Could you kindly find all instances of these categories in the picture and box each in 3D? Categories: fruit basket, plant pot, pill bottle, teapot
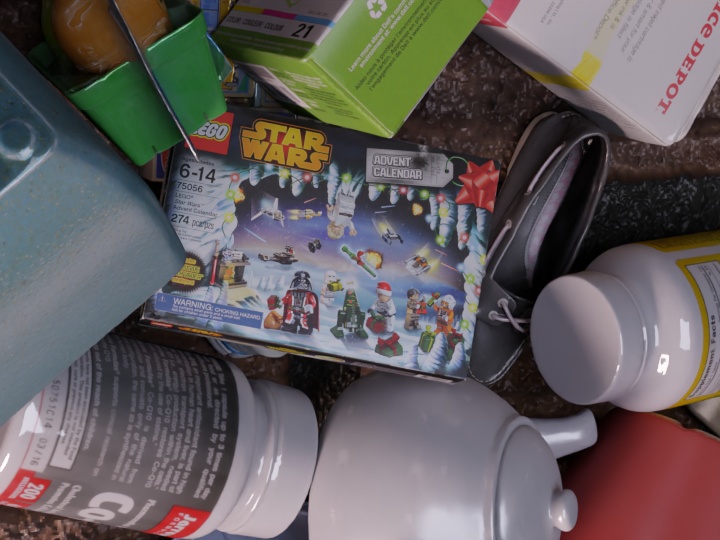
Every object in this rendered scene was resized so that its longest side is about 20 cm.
[{"bbox_3d":[-0.150,-0.165,1.145,0.094,0.185,0.200,-27,112,-11],"label":"fruit basket"},{"bbox_3d":[-0.226,-0.038,1.083,0.196,0.200,0.196,-42,81,-13],"label":"plant pot"},{"bbox_3d":[-0.134,0.099,1.250,0.200,0.114,0.114,15,94,-28],"label":"pill bottle"},{"bbox_3d":[0.214,0.033,1.392,0.200,0.112,0.113,-8,105,-38],"label":"pill bottle"},{"bbox_3d":[0.197,0.202,1.407,0.200,0.200,0.178,33,77,-28],"label":"plant pot"},{"bbox_3d":[0.063,0.153,1.301,0.197,0.146,0.201,45,48,-57],"label":"teapot"}]

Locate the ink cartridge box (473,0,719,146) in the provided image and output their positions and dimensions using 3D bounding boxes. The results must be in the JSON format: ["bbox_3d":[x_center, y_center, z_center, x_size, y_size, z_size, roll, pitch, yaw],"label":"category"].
[{"bbox_3d":[0.150,-0.193,1.347,0.200,0.083,0.145,33,85,-28],"label":"ink cartridge box"}]

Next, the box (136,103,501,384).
[{"bbox_3d":[-0.024,-0.017,1.243,0.199,0.040,0.137,11,80,-10],"label":"box"}]

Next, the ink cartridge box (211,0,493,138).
[{"bbox_3d":[0.021,-0.185,1.219,0.076,0.148,0.200,40,81,-27],"label":"ink cartridge box"}]

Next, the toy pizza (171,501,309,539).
[{"bbox_3d":[-0.070,0.244,1.361,0.200,0.032,0.201,-6,103,-24],"label":"toy pizza"}]

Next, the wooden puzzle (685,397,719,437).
[{"bbox_3d":[0.350,0.078,1.539,0.200,0.037,0.185,39,83,-23],"label":"wooden puzzle"}]

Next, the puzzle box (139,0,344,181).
[{"bbox_3d":[-0.067,-0.154,1.279,0.133,0.025,0.201,-2,102,-26],"label":"puzzle box"}]

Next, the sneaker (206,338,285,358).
[{"bbox_3d":[0.000,0.000,1.313,0.200,0.087,0.075,-36,113,-17],"label":"sneaker"}]

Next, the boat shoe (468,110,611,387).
[{"bbox_3d":[0.110,-0.011,1.381,0.067,0.057,0.201,20,91,-29],"label":"boat shoe"}]
